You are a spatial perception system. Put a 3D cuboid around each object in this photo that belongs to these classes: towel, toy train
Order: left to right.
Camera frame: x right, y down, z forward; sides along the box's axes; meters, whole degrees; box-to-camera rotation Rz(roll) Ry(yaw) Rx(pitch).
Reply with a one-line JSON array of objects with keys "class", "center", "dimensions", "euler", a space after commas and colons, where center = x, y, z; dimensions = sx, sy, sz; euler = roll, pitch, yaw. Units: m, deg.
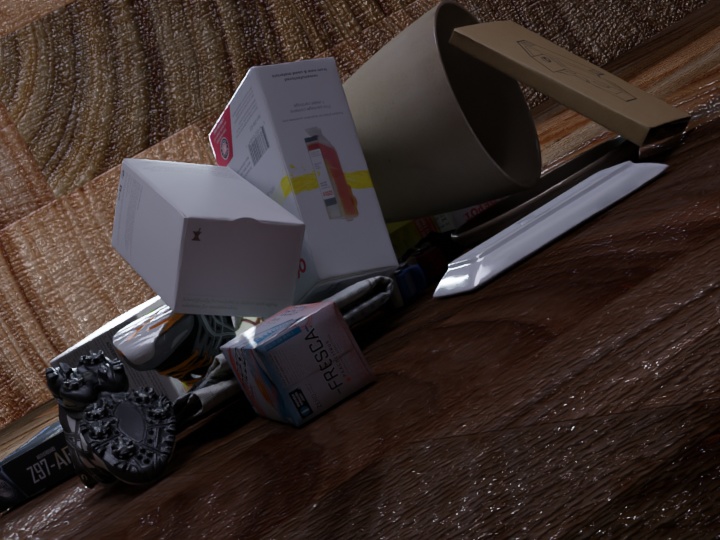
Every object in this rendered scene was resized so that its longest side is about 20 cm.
[{"class": "towel", "center": [-0.082, 0.074, 1.528], "dimensions": [0.199, 0.035, 0.192], "euler": [-31, -3, -24]}, {"class": "toy train", "center": [0.057, -0.003, 1.673], "dimensions": [0.045, 0.034, 0.200], "euler": [-17, 9, 23]}]

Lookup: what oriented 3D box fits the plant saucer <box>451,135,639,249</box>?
[{"class": "plant saucer", "center": [0.174, -0.069, 1.667], "dimensions": [0.199, 0.030, 0.200], "euler": [-30, 5, 3]}]

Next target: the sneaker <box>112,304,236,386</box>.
[{"class": "sneaker", "center": [-0.147, 0.062, 1.562], "dimensions": [0.078, 0.078, 0.200], "euler": [-24, 1, 16]}]

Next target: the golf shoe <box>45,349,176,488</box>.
[{"class": "golf shoe", "center": [-0.192, 0.139, 1.469], "dimensions": [0.077, 0.095, 0.200], "euler": [-14, 24, -18]}]

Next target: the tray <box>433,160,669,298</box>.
[{"class": "tray", "center": [0.150, -0.038, 1.491], "dimensions": [0.199, 0.022, 0.107], "euler": [-31, 3, -16]}]

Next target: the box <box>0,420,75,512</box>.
[{"class": "box", "center": [-0.288, 0.172, 1.887], "dimensions": [0.159, 0.044, 0.200], "euler": [-29, 4, 15]}]

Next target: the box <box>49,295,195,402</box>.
[{"class": "box", "center": [-0.205, 0.093, 1.787], "dimensions": [0.101, 0.113, 0.200], "euler": [-28, 3, 14]}]

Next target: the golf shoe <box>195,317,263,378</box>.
[{"class": "golf shoe", "center": [-0.125, 0.065, 1.743], "dimensions": [0.077, 0.089, 0.200], "euler": [-27, 6, 14]}]

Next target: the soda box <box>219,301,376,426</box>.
[{"class": "soda box", "center": [-0.049, 0.066, 1.327], "dimensions": [0.068, 0.064, 0.200], "euler": [-30, 3, -11]}]

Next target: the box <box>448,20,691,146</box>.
[{"class": "box", "center": [0.192, -0.172, 1.654], "dimensions": [0.021, 0.199, 0.163], "euler": [-65, -17, 18]}]

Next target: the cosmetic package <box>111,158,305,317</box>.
[{"class": "cosmetic package", "center": [-0.132, -0.030, 1.532], "dimensions": [0.107, 0.086, 0.200], "euler": [4, 16, -23]}]

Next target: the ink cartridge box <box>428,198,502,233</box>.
[{"class": "ink cartridge box", "center": [0.075, -0.125, 1.863], "dimensions": [0.144, 0.201, 0.084], "euler": [-33, 2, -42]}]

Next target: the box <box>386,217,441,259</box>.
[{"class": "box", "center": [0.000, 0.000, 1.749], "dimensions": [0.050, 0.076, 0.199], "euler": [-22, 7, 46]}]

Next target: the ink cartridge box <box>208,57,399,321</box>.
[{"class": "ink cartridge box", "center": [-0.053, -0.063, 1.604], "dimensions": [0.083, 0.202, 0.145], "euler": [-10, -16, -25]}]

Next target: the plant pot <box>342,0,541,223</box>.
[{"class": "plant pot", "center": [0.038, -0.121, 1.704], "dimensions": [0.199, 0.189, 0.187], "euler": [-26, 5, 25]}]
